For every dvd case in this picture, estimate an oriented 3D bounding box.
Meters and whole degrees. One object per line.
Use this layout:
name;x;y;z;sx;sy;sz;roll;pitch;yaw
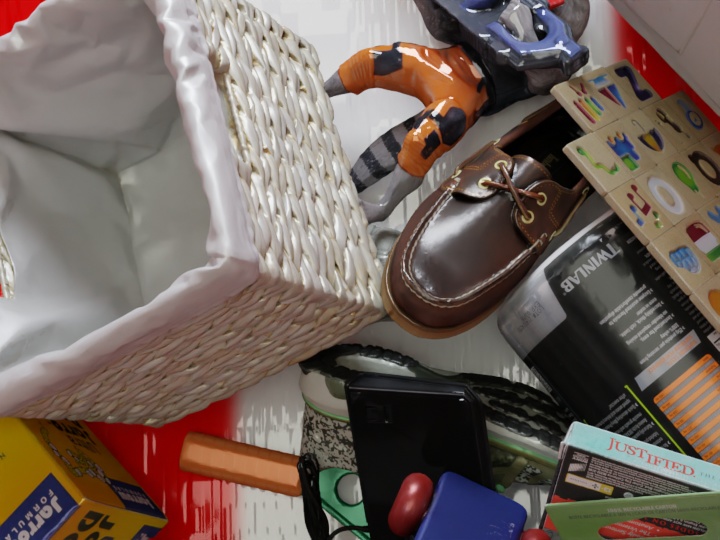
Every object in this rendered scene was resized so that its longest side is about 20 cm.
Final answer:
dvd case;0.161;0.173;0.749;0.145;0.201;0.022;16;42;10

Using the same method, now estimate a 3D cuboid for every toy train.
toy train;0.023;0.206;0.694;0.084;0.200;0.116;24;129;5

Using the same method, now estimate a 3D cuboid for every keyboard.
keyboard;0.020;0.145;0.791;0.127;0.021;0.201;2;118;21

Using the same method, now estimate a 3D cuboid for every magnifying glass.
magnifying glass;-0.013;0.132;0.852;0.199;0.022;0.080;12;84;8

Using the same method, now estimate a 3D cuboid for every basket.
basket;-0.115;-0.036;0.770;0.200;0.161;0.199;-28;66;28

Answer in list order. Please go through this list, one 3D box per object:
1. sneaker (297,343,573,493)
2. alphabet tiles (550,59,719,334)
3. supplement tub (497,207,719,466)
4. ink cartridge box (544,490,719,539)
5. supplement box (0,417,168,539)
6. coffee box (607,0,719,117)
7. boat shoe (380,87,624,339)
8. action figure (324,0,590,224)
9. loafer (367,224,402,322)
sneaker;0.052;0.108;0.814;0.199;0.077;0.089;17;110;4
alphabet tiles;0.192;-0.036;0.779;0.200;0.166;0.006;51;126;9
supplement tub;0.181;0.065;0.778;0.122;0.123;0.200;-39;80;2
ink cartridge box;0.169;0.205;0.716;0.103;0.059;0.200;-9;125;30
supplement box;-0.229;0.112;0.819;0.200;0.110;0.109;42;90;23
coffee box;0.247;-0.219;0.744;0.198;0.200;0.200;-39;79;-14
boat shoe;0.083;-0.041;0.778;0.070;0.070;0.200;38;51;6
action figure;0.051;-0.135;0.855;0.193;0.105;0.200;-29;50;-2
loafer;0.000;0.000;0.839;0.199;0.070;0.070;-18;89;6
